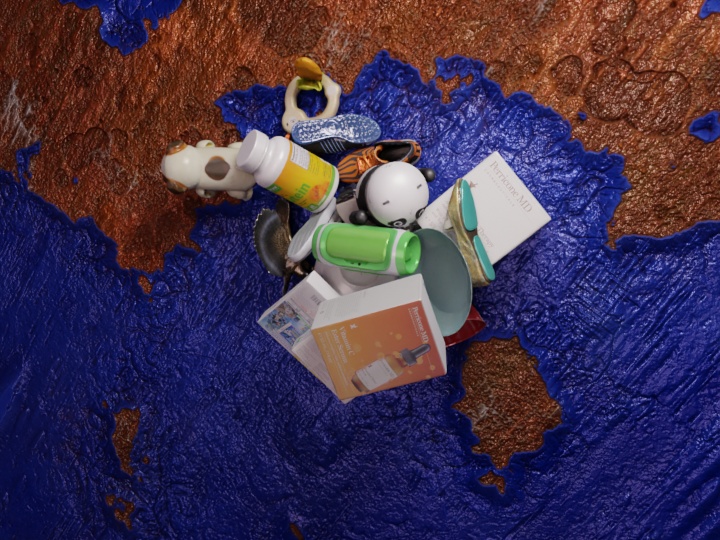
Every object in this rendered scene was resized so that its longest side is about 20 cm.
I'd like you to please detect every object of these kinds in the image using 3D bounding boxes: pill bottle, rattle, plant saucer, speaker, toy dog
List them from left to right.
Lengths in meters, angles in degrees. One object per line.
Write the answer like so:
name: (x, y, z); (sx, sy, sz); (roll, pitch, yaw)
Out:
toy dog: (-0.335, -0.217, 1.274); (0.198, 0.194, 0.141); (0, 109, -22)
pill bottle: (-0.153, -0.210, 1.211); (0.199, 0.111, 0.111); (25, 109, -32)
rattle: (-0.131, -0.341, 1.253); (0.130, 0.143, 0.201); (36, 100, -11)
speaker: (0.009, -0.041, 1.084); (0.198, 0.088, 0.089); (9, 100, 29)
plant saucer: (0.145, 0.020, 1.069); (0.200, 0.038, 0.203); (23, 118, 52)

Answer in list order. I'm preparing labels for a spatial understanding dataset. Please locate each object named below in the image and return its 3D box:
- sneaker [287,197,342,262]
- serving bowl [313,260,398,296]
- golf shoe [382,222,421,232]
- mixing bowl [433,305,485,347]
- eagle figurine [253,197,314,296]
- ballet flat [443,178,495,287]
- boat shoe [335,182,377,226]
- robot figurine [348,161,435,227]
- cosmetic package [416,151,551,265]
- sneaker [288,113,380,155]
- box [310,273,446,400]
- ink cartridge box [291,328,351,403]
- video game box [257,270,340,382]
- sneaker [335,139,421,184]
sneaker: (-0.086, -0.078, 1.247); (0.073, 0.201, 0.071); (-14, 124, 42)
serving bowl: (0.000, 0.000, 1.176); (0.198, 0.066, 0.202); (-1, 74, 2)
golf shoe: (0.090, -0.090, 1.257); (0.094, 0.078, 0.202); (-4, 89, 28)
mixing bowl: (0.150, 0.094, 1.211); (0.199, 0.200, 0.109); (-25, 66, 18)
eagle figurine: (-0.162, -0.051, 1.299); (0.200, 0.152, 0.151); (47, 65, -9)
ballet flat: (0.188, -0.065, 1.057); (0.070, 0.071, 0.202); (-16, 92, 18)
boat shoe: (0.009, -0.101, 1.281); (0.074, 0.093, 0.201); (-18, 120, 13)
robot figurine: (0.059, -0.144, 1.116); (0.124, 0.200, 0.152); (19, 93, -13)
cosmetic package: (0.245, -0.106, 1.153); (0.200, 0.166, 0.168); (-39, 85, 17)
sneaker: (-0.058, -0.293, 1.262); (0.198, 0.078, 0.071); (-4, 79, -12)
box: (0.035, 0.117, 1.015); (0.198, 0.107, 0.153); (-17, 110, 13)
ink cartridge box: (-0.008, 0.146, 1.114); (0.200, 0.050, 0.161); (-38, 104, 17)
video game box: (-0.083, 0.121, 1.171); (0.200, 0.047, 0.182); (45, 125, -11)
sneaker: (0.026, -0.239, 1.228); (0.198, 0.112, 0.078); (-18, 91, 18)
